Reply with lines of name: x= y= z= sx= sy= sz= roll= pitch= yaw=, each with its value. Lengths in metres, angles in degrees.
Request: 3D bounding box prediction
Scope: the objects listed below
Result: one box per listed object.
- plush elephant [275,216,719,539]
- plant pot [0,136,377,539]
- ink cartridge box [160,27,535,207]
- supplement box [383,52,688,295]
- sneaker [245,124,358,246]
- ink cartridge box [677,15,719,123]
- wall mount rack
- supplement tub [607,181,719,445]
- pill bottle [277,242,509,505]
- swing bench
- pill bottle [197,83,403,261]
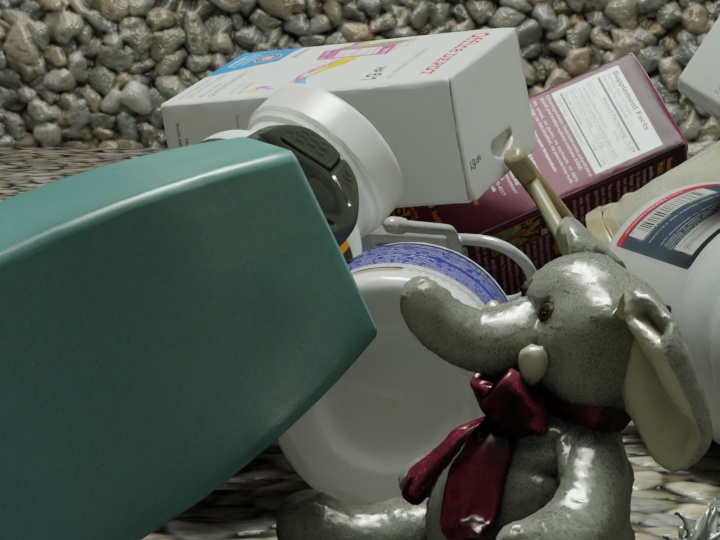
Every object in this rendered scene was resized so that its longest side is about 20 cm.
plush elephant: x=0.073 y=0.060 z=1.090 sx=0.200 sy=0.155 sz=0.165 roll=-2 pitch=7 yaw=-12
plant pot: x=-0.107 y=0.028 z=1.112 sx=0.200 sy=0.142 sz=0.141 roll=-29 pitch=14 yaw=-11
ink cartridge box: x=-0.004 y=-0.094 z=1.668 sx=0.200 sy=0.085 sz=0.145 roll=-3 pitch=17 yaw=22
supplement box: x=0.118 y=-0.053 z=1.791 sx=0.200 sy=0.086 sz=0.110 roll=-24 pitch=-27 yaw=-5
sneaker: x=-0.070 y=0.004 z=1.320 sx=0.114 sy=0.076 sz=0.200 roll=-40 pitch=14 yaw=37
ink cartridge box: x=0.284 y=-0.065 z=1.372 sx=0.200 sy=0.088 sz=0.145 roll=34 pitch=4 yaw=32
wall mount rack: x=0.000 y=0.000 z=1.591 sx=0.200 sy=0.174 sz=0.075 roll=3 pitch=51 yaw=25
supplement tub: x=0.217 y=0.029 z=1.410 sx=0.140 sy=0.141 sz=0.200 roll=-2 pitch=8 yaw=-13
pill bottle: x=0.023 y=0.048 z=1.340 sx=0.119 sy=0.120 sz=0.200 roll=1 pitch=8 yaw=6
swing bench: x=0.230 y=-0.044 z=1.668 sx=0.199 sy=0.130 sz=0.200 roll=-32 pitch=-26 yaw=11
pill bottle: x=-0.072 y=-0.004 z=1.422 sx=0.116 sy=0.116 sz=0.200 roll=8 pitch=48 yaw=48
